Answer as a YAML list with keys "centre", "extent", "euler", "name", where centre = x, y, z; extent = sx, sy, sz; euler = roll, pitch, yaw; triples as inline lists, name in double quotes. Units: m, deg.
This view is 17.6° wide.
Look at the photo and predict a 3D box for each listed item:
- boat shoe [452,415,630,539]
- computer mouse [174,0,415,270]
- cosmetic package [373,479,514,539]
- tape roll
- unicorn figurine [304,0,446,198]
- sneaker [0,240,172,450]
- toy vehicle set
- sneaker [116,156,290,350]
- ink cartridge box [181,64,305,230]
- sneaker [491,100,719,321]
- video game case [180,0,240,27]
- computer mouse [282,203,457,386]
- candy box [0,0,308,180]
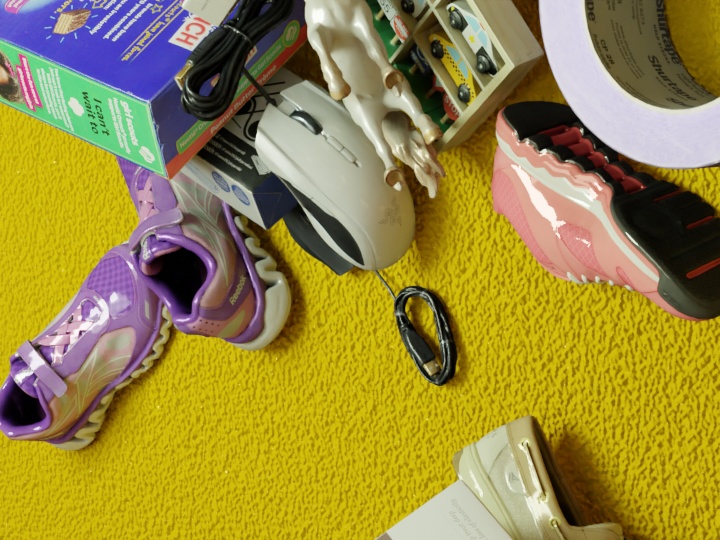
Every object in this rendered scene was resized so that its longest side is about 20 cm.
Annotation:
- centre: [0.135, 0.179, 1.456]
  extent: [0.066, 0.074, 0.200]
  euler: [-38, 74, 11]
  name: "boat shoe"
- centre: [-0.027, -0.087, 1.529]
  extent: [0.200, 0.110, 0.044]
  euler: [48, 152, -13]
  name: "computer mouse"
- centre: [0.070, 0.229, 1.441]
  extent: [0.113, 0.081, 0.200]
  euler: [50, 164, 26]
  name: "cosmetic package"
- centre: [0.206, -0.160, 1.350]
  extent: [0.200, 0.085, 0.201]
  euler: [6, 99, 42]
  name: "tape roll"
- centre: [0.000, -0.143, 1.463]
  extent: [0.138, 0.074, 0.200]
  euler: [-112, 11, -45]
  name: "unicorn figurine"
- centre: [-0.215, 0.062, 1.752]
  extent: [0.081, 0.088, 0.200]
  euler: [52, 124, 27]
  name: "sneaker"
- centre: [0.031, -0.187, 1.498]
  extent: [0.200, 0.026, 0.124]
  euler: [59, 149, 11]
  name: "toy vehicle set"
- centre: [-0.130, -0.032, 1.655]
  extent: [0.080, 0.088, 0.200]
  euler: [-46, 63, 36]
  name: "sneaker"
- centre: [-0.103, -0.114, 1.627]
  extent: [0.200, 0.094, 0.044]
  euler: [33, 157, 35]
  name: "ink cartridge box"
- centre: [0.153, -0.021, 1.435]
  extent: [0.200, 0.074, 0.087]
  euler: [45, 135, 34]
  name: "sneaker"
- centre: [-0.070, -0.279, 1.522]
  extent: [0.181, 0.036, 0.200]
  euler: [-53, 29, 21]
  name: "video game case"
- centre: [0.000, 0.000, 1.586]
  extent: [0.200, 0.034, 0.059]
  euler: [51, 123, 26]
  name: "computer mouse"
- centre: [-0.158, -0.171, 1.608]
  extent: [0.200, 0.169, 0.077]
  euler: [24, 146, 32]
  name: "candy box"
